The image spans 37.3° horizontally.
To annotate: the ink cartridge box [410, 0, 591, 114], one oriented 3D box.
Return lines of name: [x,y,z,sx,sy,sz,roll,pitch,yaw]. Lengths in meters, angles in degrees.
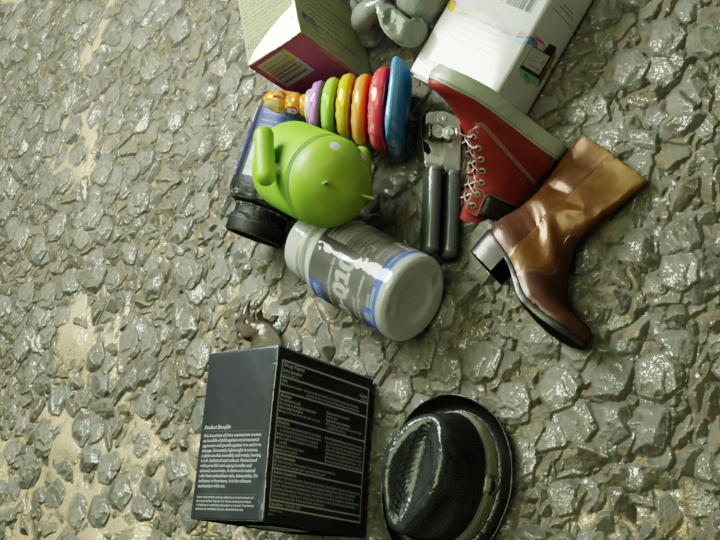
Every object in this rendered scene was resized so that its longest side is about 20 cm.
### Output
ink cartridge box: [0.177,-0.297,1.343,0.144,0.084,0.202,34,96,40]

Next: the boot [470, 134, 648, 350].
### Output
boot: [0.254,-0.032,1.225,0.200,0.068,0.189,-43,53,2]

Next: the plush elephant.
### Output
plush elephant: [0.065,-0.368,1.409,0.155,0.200,0.165,42,94,24]

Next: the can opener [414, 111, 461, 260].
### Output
can opener: [0.101,-0.110,1.368,0.066,0.052,0.203,138,137,-62]

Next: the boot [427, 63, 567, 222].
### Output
boot: [0.132,-0.139,1.255,0.145,0.199,0.073,-54,25,10]

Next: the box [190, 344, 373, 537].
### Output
box: [-0.089,0.213,1.297,0.122,0.199,0.202,-7,69,35]

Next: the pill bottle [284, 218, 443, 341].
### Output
pill bottle: [0.000,0.000,1.357,0.199,0.113,0.115,28,92,40]

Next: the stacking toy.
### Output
stacking toy: [-0.034,-0.217,1.412,0.196,0.116,0.112,5,73,8]

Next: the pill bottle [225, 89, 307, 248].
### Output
pill bottle: [-0.119,-0.141,1.498,0.111,0.111,0.203,15,84,39]

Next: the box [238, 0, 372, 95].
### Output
box: [-0.082,-0.351,1.501,0.096,0.175,0.203,-25,61,27]

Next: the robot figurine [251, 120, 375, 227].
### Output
robot figurine: [-0.063,-0.122,1.348,0.199,0.173,0.117,29,105,54]

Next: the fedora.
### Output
fedora: [0.079,0.237,1.226,0.198,0.091,0.204,-14,66,34]

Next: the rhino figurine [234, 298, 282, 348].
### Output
rhino figurine: [-0.137,0.130,1.453,0.087,0.059,0.203,-27,58,31]
